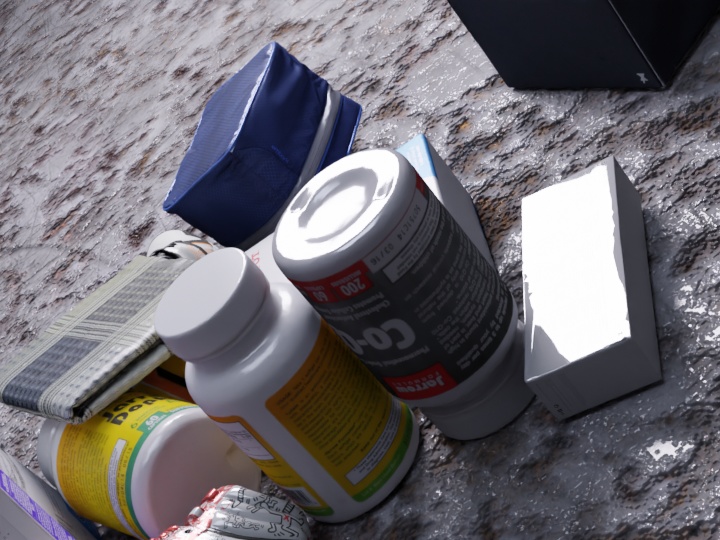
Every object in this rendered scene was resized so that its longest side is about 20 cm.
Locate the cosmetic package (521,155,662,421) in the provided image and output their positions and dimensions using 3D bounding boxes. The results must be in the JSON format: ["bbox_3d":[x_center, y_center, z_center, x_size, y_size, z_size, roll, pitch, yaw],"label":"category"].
[{"bbox_3d":[0.162,0.009,1.077,0.082,0.051,0.201,-27,33,26],"label":"cosmetic package"}]

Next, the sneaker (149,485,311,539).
[{"bbox_3d":[-0.131,0.209,1.071,0.200,0.068,0.108,-2,38,2],"label":"sneaker"}]

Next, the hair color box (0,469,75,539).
[{"bbox_3d":[-0.246,0.237,1.090,0.109,0.200,0.065,-44,16,-6],"label":"hair color box"}]

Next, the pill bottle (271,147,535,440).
[{"bbox_3d":[0.039,0.022,1.052,0.114,0.200,0.114,-28,32,20],"label":"pill bottle"}]

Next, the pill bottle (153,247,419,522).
[{"bbox_3d":[-0.055,0.080,1.082,0.111,0.200,0.111,-28,32,20],"label":"pill bottle"}]

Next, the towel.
[{"bbox_3d":[-0.207,0.056,1.278,0.200,0.035,0.192,-42,24,-26],"label":"towel"}]

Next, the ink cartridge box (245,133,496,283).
[{"bbox_3d":[0.000,0.000,1.239,0.200,0.086,0.147,-34,30,15],"label":"ink cartridge box"}]

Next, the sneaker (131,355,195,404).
[{"bbox_3d":[-0.188,0.065,1.364,0.200,0.070,0.090,23,87,51],"label":"sneaker"}]

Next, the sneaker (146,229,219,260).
[{"bbox_3d":[-0.173,-0.003,1.450,0.074,0.080,0.200,-43,28,0],"label":"sneaker"}]

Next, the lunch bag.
[{"bbox_3d":[-0.082,-0.106,1.432,0.136,0.132,0.201,-34,27,43],"label":"lunch bag"}]

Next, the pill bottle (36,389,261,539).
[{"bbox_3d":[-0.178,0.154,1.213,0.199,0.113,0.113,5,53,52],"label":"pill bottle"}]

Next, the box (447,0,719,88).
[{"bbox_3d":[0.215,-0.268,1.311,0.200,0.123,0.199,9,57,53],"label":"box"}]

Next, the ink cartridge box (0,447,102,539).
[{"bbox_3d":[-0.294,0.199,1.191,0.084,0.200,0.145,-46,28,-3],"label":"ink cartridge box"}]
